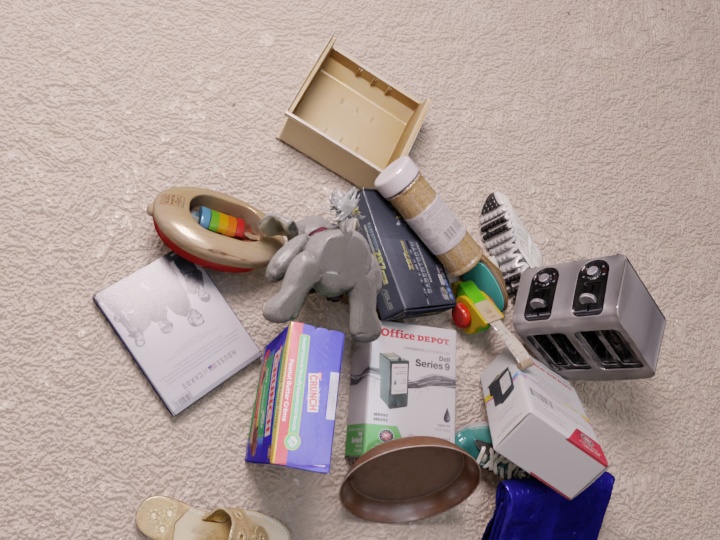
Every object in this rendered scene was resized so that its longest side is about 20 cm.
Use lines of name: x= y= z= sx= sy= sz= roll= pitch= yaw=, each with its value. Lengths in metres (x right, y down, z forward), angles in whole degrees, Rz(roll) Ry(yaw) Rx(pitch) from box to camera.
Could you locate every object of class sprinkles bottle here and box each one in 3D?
sprinkles bottle: x=0.108 y=-0.082 z=0.956 sx=0.200 sy=0.068 sz=0.068 roll=48 pitch=64 yaw=-18

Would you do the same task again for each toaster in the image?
toaster: x=0.364 y=0.083 z=0.978 sx=0.200 sy=0.181 sz=0.119 roll=46 pitch=54 yaw=-29

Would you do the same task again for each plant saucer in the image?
plant saucer: x=0.067 y=0.289 z=0.861 sx=0.200 sy=0.201 sz=0.035 roll=9 pitch=39 yaw=-18

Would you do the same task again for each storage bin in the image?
storage bin: x=-0.006 y=-0.260 z=1.028 sx=0.200 sy=0.094 sz=0.199 roll=30 pitch=67 yaw=-10

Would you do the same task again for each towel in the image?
towel: x=0.289 y=0.378 z=0.939 sx=0.199 sy=0.050 sz=0.148 roll=0 pitch=115 yaw=-20

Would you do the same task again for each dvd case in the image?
dvd case: x=-0.256 y=0.081 z=0.873 sx=0.150 sy=0.025 sz=0.200 roll=-34 pitch=89 yaw=-26

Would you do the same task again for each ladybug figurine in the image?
ladybug figurine: x=-0.209 y=-0.053 z=0.888 sx=0.200 sy=0.072 sz=0.136 roll=20 pitch=38 yaw=-24

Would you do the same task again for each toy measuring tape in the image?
toy measuring tape: x=0.204 y=0.095 z=0.996 sx=0.073 sy=0.074 sz=0.200 roll=-15 pitch=50 yaw=-24

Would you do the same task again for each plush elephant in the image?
plush elephant: x=-0.058 y=-0.016 z=0.847 sx=0.164 sy=0.155 sz=0.201 roll=7 pitch=93 yaw=-22

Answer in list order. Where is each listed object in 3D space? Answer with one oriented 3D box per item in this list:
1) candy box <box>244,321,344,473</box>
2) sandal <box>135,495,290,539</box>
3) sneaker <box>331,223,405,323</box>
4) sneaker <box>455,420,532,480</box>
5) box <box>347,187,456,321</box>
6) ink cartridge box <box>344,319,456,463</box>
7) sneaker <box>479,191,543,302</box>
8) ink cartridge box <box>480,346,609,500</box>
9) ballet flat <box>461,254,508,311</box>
candy box: x=-0.090 y=0.173 z=0.811 sx=0.077 sy=0.200 sz=0.170 roll=13 pitch=70 yaw=-17
sandal: x=-0.185 y=0.343 z=0.798 sx=0.211 sy=0.070 sz=0.078 roll=21 pitch=69 yaw=-14
sneaker: x=0.000 y=0.000 z=0.968 sx=0.200 sy=0.070 sz=0.109 roll=30 pitch=68 yaw=-7
sneaker: x=0.229 y=0.289 z=0.953 sx=0.199 sy=0.080 sz=0.072 roll=11 pitch=112 yaw=-18
box: x=0.064 y=-0.025 z=0.965 sx=0.158 sy=0.051 sz=0.201 roll=0 pitch=67 yaw=-52
ink cartridge box: x=0.062 y=0.183 z=0.929 sx=0.146 sy=0.084 sz=0.201 roll=9 pitch=72 yaw=-17
sneaker: x=0.273 y=-0.045 z=1.088 sx=0.081 sy=0.075 sz=0.201 roll=-19 pitch=90 yaw=-32
ink cartridge box: x=0.271 y=0.221 z=0.938 sx=0.146 sy=0.200 sz=0.083 roll=34 pitch=110 yaw=-8
ballet flat: x=0.190 y=-0.019 z=1.057 sx=0.200 sy=0.068 sz=0.072 roll=45 pitch=45 yaw=1
